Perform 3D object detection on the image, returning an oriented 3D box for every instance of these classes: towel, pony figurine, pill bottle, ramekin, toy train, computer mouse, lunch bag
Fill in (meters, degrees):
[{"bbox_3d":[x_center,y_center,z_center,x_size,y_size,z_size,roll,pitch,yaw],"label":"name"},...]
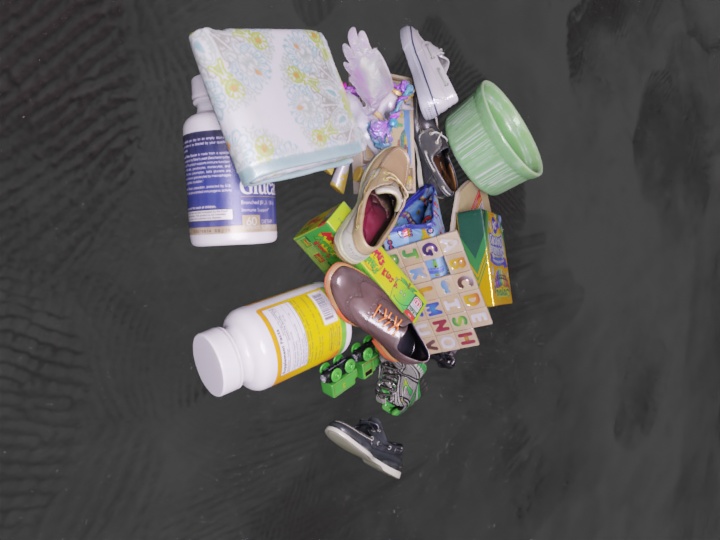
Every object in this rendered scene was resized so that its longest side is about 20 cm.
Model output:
[{"bbox_3d":[-0.090,-0.201,0.640,0.199,0.048,0.174,-24,92,-44],"label":"towel"},{"bbox_3d":[-0.014,-0.240,0.791,0.193,0.166,0.201,38,84,-41],"label":"pony figurine"},{"bbox_3d":[-0.118,0.093,0.723,0.198,0.110,0.113,-19,104,-39],"label":"pill bottle"},{"bbox_3d":[0.246,-0.240,0.998,0.199,0.097,0.202,32,43,-35],"label":"ramekin"},{"bbox_3d":[0.011,0.145,0.890,0.199,0.041,0.057,-27,119,-38],"label":"toy train"},{"bbox_3d":[0.193,0.095,1.017,0.202,0.045,0.141,-63,147,-18],"label":"computer mouse"},{"bbox_3d":[-0.164,-0.134,0.670,0.110,0.110,0.204,-7,97,-41],"label":"pill bottle"},{"bbox_3d":[0.118,-0.049,0.922,0.200,0.093,0.153,-56,136,-55],"label":"lunch bag"}]

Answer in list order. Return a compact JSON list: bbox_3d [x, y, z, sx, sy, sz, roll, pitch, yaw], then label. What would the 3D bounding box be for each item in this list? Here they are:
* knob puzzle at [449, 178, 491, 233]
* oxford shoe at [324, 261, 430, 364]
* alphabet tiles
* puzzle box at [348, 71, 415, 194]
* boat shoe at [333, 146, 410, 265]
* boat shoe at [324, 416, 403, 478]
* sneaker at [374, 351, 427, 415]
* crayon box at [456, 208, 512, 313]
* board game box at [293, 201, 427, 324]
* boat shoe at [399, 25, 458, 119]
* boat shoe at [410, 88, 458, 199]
[{"bbox_3d":[0.201,-0.091,1.030,0.219,0.030,0.223,-31,127,-52],"label":"knob puzzle"},{"bbox_3d":[0.029,0.060,0.729,0.200,0.072,0.072,45,69,-32],"label":"oxford shoe"},{"bbox_3d":[0.111,0.047,0.853,0.202,0.165,0.008,64,28,-19],"label":"alphabet tiles"},{"bbox_3d":[0.039,-0.232,0.906,0.132,0.025,0.204,-8,97,-41],"label":"puzzle box"},{"bbox_3d":[0.033,-0.097,0.740,0.074,0.066,0.202,36,62,-26],"label":"boat shoe"},{"bbox_3d":[0.016,0.278,0.877,0.199,0.074,0.067,44,62,-34],"label":"boat shoe"},{"bbox_3d":[0.062,0.181,0.879,0.085,0.078,0.201,-45,143,-22],"label":"sneaker"},{"bbox_3d":[0.230,-0.003,0.970,0.125,0.051,0.204,1,82,-60],"label":"crayon box"},{"bbox_3d":[0.000,0.000,0.801,0.200,0.101,0.048,49,56,-17],"label":"board game box"},{"bbox_3d":[0.116,-0.336,0.890,0.074,0.066,0.203,49,27,-61],"label":"boat shoe"},{"bbox_3d":[0.134,-0.230,0.965,0.071,0.067,0.203,-21,105,-37],"label":"boat shoe"}]
